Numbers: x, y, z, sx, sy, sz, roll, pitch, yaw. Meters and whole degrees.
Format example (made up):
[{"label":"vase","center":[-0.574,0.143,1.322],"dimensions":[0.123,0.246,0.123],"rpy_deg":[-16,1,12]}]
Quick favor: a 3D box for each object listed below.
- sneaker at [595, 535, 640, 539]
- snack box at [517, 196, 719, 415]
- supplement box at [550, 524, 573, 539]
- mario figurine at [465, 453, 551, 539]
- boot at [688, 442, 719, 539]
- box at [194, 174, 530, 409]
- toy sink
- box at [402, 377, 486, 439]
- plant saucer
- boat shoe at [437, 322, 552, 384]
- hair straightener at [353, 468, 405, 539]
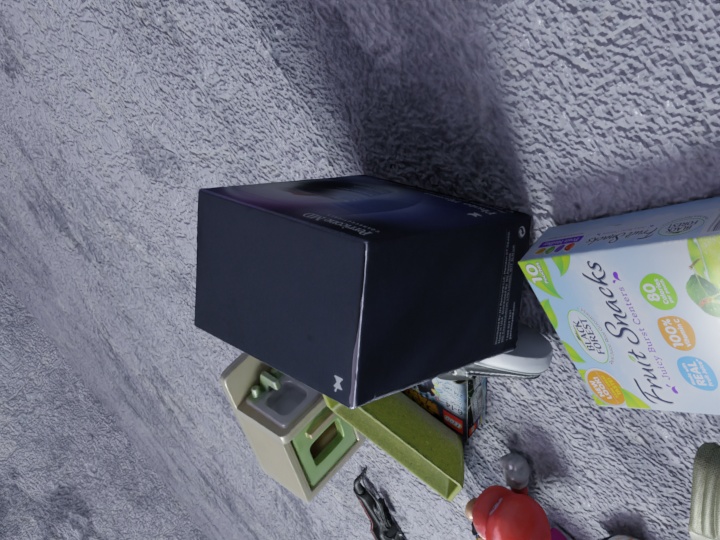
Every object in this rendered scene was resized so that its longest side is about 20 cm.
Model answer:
[{"label":"sneaker","center":[0.305,0.347,0.768],"dimensions":[0.200,0.078,0.080],"rpy_deg":[45,157,12]},{"label":"snack box","center":[0.220,0.029,0.539],"dimensions":[0.198,0.053,0.144],"rpy_deg":[-8,117,57]},{"label":"supplement box","center":[0.219,0.404,0.932],"dimensions":[0.103,0.101,0.202],"rpy_deg":[38,149,21]},{"label":"mario figurine","center":[0.142,0.278,0.871],"dimensions":[0.201,0.103,0.126],"rpy_deg":[87,174,-65]},{"label":"boot","center":[0.335,0.228,0.595],"dimensions":[0.153,0.072,0.203],"rpy_deg":[9,127,49]},{"label":"box","center":[0.000,0.000,0.637],"dimensions":[0.198,0.196,0.126],"rpy_deg":[18,111,42]},{"label":"toy sink","center":[-0.086,0.193,1.084],"dimensions":[0.111,0.130,0.203],"rpy_deg":[21,140,39]},{"label":"box","center":[0.047,0.081,0.857],"dimensions":[0.198,0.040,0.139],"rpy_deg":[30,147,32]},{"label":"plant saucer","center":[0.044,0.182,0.923],"dimensions":[0.198,0.048,0.201],"rpy_deg":[36,164,14]},{"label":"boat shoe","center":[0.082,0.072,0.733],"dimensions":[0.196,0.068,0.058],"rpy_deg":[12,115,30]},{"label":"hair straightener","center":[0.043,0.393,1.243],"dimensions":[0.076,0.041,0.203],"rpy_deg":[11,129,48]}]
